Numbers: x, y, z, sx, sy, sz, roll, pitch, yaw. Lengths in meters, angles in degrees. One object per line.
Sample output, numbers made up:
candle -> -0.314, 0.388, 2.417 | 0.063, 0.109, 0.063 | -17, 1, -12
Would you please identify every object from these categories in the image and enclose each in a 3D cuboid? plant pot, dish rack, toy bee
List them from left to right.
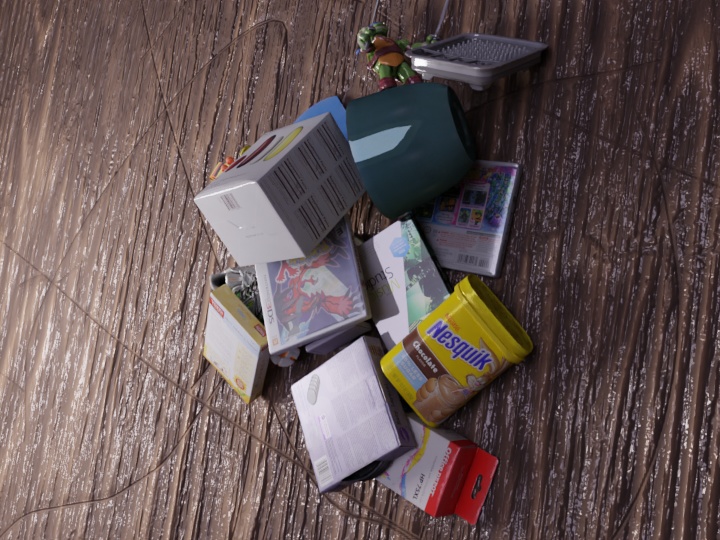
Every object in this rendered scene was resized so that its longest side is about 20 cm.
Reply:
toy bee -> -0.229, -0.181, 1.431 | 0.197, 0.109, 0.133 | -5, 57, 37
plant pot -> 0.090, -0.205, 1.216 | 0.158, 0.200, 0.205 | -19, 70, 21
dish rack -> 0.185, -0.333, 1.214 | 0.170, 0.199, 0.044 | 21, 127, 36

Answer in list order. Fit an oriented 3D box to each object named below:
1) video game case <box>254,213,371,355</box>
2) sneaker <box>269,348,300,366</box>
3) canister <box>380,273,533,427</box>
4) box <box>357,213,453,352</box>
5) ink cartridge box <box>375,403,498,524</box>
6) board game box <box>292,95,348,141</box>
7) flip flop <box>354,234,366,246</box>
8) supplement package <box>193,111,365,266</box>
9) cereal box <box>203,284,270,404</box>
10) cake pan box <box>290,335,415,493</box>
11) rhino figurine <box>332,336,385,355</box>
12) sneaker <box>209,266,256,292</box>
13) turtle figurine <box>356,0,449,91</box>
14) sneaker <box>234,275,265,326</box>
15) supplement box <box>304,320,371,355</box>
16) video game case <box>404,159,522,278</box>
video game case -> -0.085, 0.023, 1.274 | 0.197, 0.023, 0.186 | -23, 69, 24
sneaker -> -0.126, 0.073, 1.409 | 0.077, 0.077, 0.204 | 20, 88, -8
canister -> 0.144, 0.128, 1.178 | 0.200, 0.086, 0.149 | -44, 84, 20
box -> 0.072, 0.030, 1.267 | 0.143, 0.036, 0.203 | -32, 79, 21
ink cartridge box -> 0.105, 0.304, 1.202 | 0.198, 0.067, 0.118 | 23, 95, 36
board game box -> -0.075, -0.238, 1.450 | 0.157, 0.039, 0.201 | -39, 41, 11
flip flop -> 0.000, 0.000, 1.344 | 0.200, 0.057, 0.082 | 45, 107, 33
supplement package -> -0.127, -0.131, 1.264 | 0.189, 0.148, 0.201 | -6, 35, 47
cereal box -> -0.228, 0.140, 1.410 | 0.144, 0.039, 0.202 | 44, 142, 20
cake pan box -> -0.016, 0.237, 1.235 | 0.183, 0.052, 0.203 | -39, 57, 30
rhino figurine -> -0.027, 0.108, 1.341 | 0.087, 0.059, 0.203 | -38, 59, 25
sneaker -> -0.207, 0.024, 1.467 | 0.197, 0.091, 0.077 | -13, 73, 32
turtle figurine -> 0.070, -0.379, 1.318 | 0.198, 0.143, 0.198 | -27, 70, 32
sneaker -> -0.202, 0.059, 1.410 | 0.079, 0.084, 0.202 | -81, 14, -51
supplement box -> -0.065, 0.029, 1.310 | 0.108, 0.061, 0.203 | -28, 67, 24
video game case -> 0.161, -0.094, 1.269 | 0.197, 0.024, 0.186 | 11, 87, 37
